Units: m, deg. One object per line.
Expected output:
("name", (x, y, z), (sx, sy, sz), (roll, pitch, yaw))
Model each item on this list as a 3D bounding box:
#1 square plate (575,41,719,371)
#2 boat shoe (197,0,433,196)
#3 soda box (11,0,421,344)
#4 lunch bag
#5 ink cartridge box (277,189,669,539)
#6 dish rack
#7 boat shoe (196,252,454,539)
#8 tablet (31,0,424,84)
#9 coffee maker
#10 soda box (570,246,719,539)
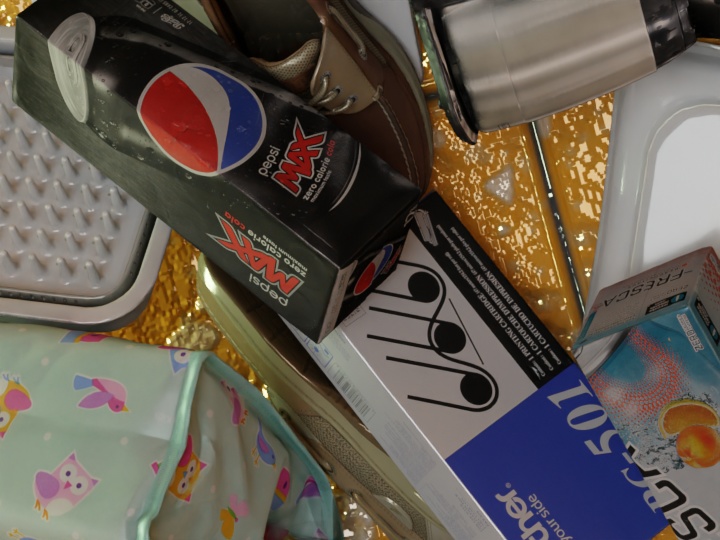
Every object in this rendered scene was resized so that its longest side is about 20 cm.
("square plate", (0.206, -0.001, 1.082), (0.198, 0.028, 0.201), (10, 101, 16))
("boat shoe", (-0.030, -0.103, 1.086), (0.076, 0.072, 0.200), (-20, 117, 27))
("soda box", (-0.071, -0.059, 1.058), (0.200, 0.063, 0.071), (37, 148, 14))
("lunch bag", (-0.115, 0.108, 1.102), (0.170, 0.200, 0.122), (8, 71, 25))
("ink cartridge box", (0.059, 0.066, 1.094), (0.200, 0.094, 0.044), (52, 150, 8))
("dish rack", (-0.178, -0.043, 1.127), (0.199, 0.044, 0.172), (6, 57, 13))
("boat shoe", (-0.017, 0.068, 1.136), (0.200, 0.071, 0.065), (47, 128, 6))
("tablet", (-0.073, -0.144, 1.125), (0.199, 0.014, 0.130), (-1, 124, 16))
("coffee maker", (0.115, -0.170, 1.016), (0.199, 0.135, 0.192), (-15, 114, 8))
("soda box", (0.177, 0.094, 1.056), (0.063, 0.068, 0.200), (-24, 105, 27))
